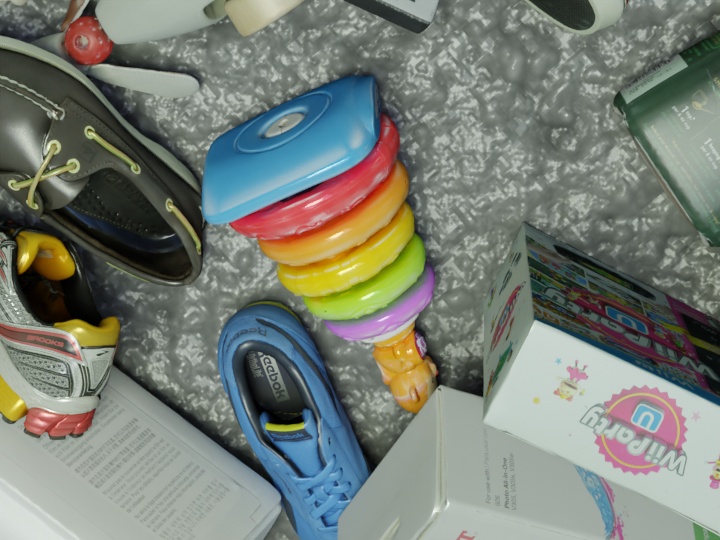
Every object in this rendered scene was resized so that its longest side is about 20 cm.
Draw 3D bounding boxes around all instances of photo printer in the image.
[{"bbox_3d":[-0.159,0.121,1.032,0.199,0.166,0.070,36,117,5],"label":"photo printer"}]

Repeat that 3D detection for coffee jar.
[{"bbox_3d":[0.245,-0.108,1.000,0.199,0.085,0.105,-34,93,11],"label":"coffee jar"}]

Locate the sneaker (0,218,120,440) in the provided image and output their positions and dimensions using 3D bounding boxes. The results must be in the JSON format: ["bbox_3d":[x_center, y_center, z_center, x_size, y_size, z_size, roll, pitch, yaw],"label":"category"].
[{"bbox_3d":[-0.195,-0.002,1.025,0.200,0.078,0.082,47,119,26],"label":"sneaker"}]

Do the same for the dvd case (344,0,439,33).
[{"bbox_3d":[-0.032,-0.231,0.958,0.199,0.025,0.152,22,75,-17],"label":"dvd case"}]

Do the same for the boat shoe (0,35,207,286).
[{"bbox_3d":[-0.157,-0.058,0.999,0.072,0.061,0.201,-37,133,22],"label":"boat shoe"}]

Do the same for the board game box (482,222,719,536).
[{"bbox_3d":[0.141,0.055,0.988,0.147,0.200,0.065,25,106,-4],"label":"board game box"}]

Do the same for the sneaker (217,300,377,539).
[{"bbox_3d":[-0.029,0.115,1.078,0.065,0.079,0.201,-24,103,7],"label":"sneaker"}]

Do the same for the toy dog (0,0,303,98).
[{"bbox_3d":[-0.113,-0.157,1.021,0.198,0.096,0.133,-7,107,21],"label":"toy dog"}]

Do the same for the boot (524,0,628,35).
[{"bbox_3d":[0.105,-0.236,0.964,0.144,0.072,0.201,-40,95,-22],"label":"boot"}]

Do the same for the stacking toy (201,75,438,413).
[{"bbox_3d":[0.000,0.000,1.044,0.109,0.116,0.201,-23,113,11],"label":"stacking toy"}]

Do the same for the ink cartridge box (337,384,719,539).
[{"bbox_3d":[0.101,0.159,1.023,0.198,0.088,0.146,15,135,-18],"label":"ink cartridge box"}]
